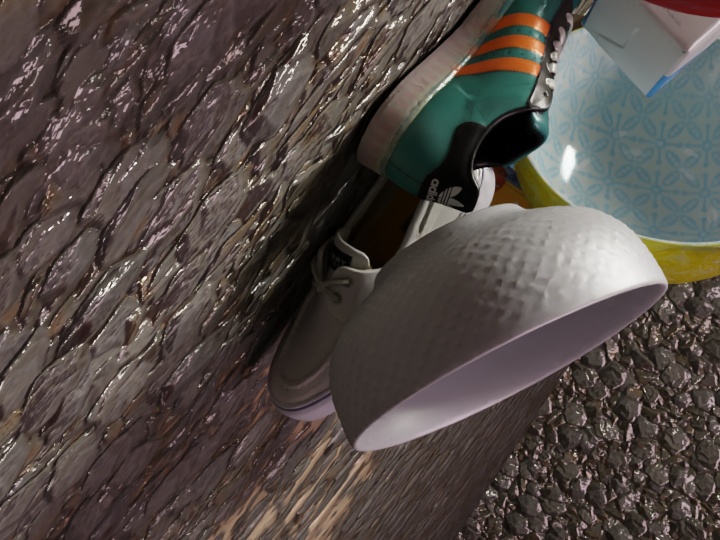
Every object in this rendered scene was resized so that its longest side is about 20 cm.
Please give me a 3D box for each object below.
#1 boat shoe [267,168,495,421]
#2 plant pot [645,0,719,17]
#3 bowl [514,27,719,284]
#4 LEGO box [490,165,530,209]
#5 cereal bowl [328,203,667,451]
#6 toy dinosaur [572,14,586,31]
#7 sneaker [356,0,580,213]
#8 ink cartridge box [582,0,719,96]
[{"bbox_3d":[0.000,0.000,1.017,0.200,0.071,0.070,-51,141,7],"label":"boat shoe"},{"bbox_3d":[0.168,-0.223,0.709,0.201,0.200,0.183,-60,174,29],"label":"plant pot"},{"bbox_3d":[0.190,-0.058,1.114,0.200,0.200,0.108,-46,158,-34],"label":"bowl"},{"bbox_3d":[0.090,-0.004,1.260,0.200,0.077,0.149,-59,173,28],"label":"LEGO box"},{"bbox_3d":[0.067,0.021,0.954,0.199,0.084,0.200,-25,166,-7],"label":"cereal bowl"},{"bbox_3d":[0.211,-0.150,1.220,0.086,0.135,0.200,-51,167,-14],"label":"toy dinosaur"},{"bbox_3d":[0.085,-0.107,0.974,0.200,0.080,0.071,-48,167,-28],"label":"sneaker"},{"bbox_3d":[0.236,-0.205,1.022,0.200,0.068,0.115,-41,176,-6],"label":"ink cartridge box"}]
